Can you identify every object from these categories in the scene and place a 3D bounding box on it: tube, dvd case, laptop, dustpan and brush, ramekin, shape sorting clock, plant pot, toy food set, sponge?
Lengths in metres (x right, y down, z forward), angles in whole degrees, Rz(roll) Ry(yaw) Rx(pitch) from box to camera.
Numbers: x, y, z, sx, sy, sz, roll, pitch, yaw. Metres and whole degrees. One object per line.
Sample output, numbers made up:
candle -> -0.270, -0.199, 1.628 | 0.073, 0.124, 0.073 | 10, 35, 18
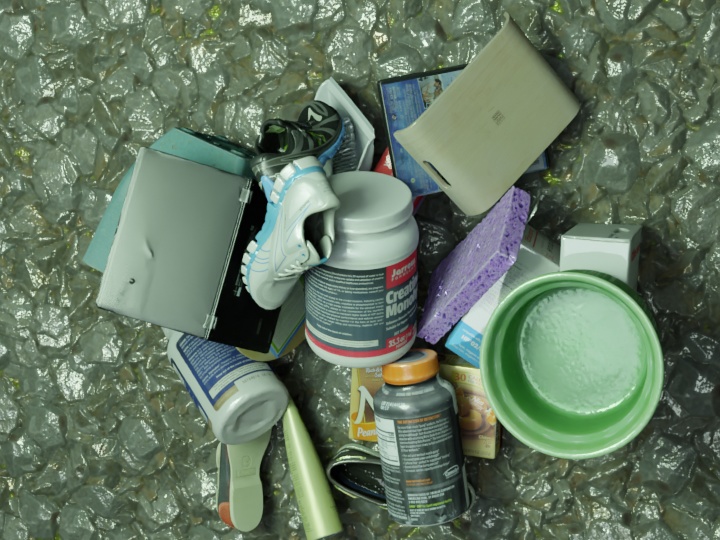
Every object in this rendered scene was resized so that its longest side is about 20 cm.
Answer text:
tube -> -0.073, 0.254, 1.556 | 0.058, 0.051, 0.203 | -29, 73, 38
dvd case -> 0.126, -0.176, 1.423 | 0.197, 0.018, 0.145 | -12, 96, -11
laptop -> -0.178, -0.020, 1.375 | 0.115, 0.199, 0.190 | 15, 87, 32
dustpan and brush -> -0.036, -0.124, 1.504 | 0.140, 0.056, 0.202 | 54, 153, 42
ramekin -> 0.236, 0.094, 1.287 | 0.197, 0.098, 0.204 | 3, 100, 20
shape sorting clock -> -0.099, 0.017, 1.488 | 0.039, 0.199, 0.203 | 24, 106, 31
plant pot -> -0.198, -0.067, 1.500 | 0.194, 0.196, 0.203 | 24, 99, 24
toy food set -> 0.152, -0.183, 1.396 | 0.200, 0.060, 0.143 | -47, 112, -3
sponge -> 0.134, -0.004, 1.409 | 0.030, 0.113, 0.200 | 27, 139, -10

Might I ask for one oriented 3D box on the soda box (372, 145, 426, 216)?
soda box -> 0.042, -0.095, 1.492 | 0.070, 0.063, 0.202 | 33, 108, 10

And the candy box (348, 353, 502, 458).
candy box -> 0.085, 0.168, 1.524 | 0.197, 0.055, 0.118 | 6, 101, 17

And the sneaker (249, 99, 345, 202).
sneaker -> -0.075, -0.153, 1.380 | 0.070, 0.200, 0.083 | -25, 112, 31

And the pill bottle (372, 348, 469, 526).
pill bottle -> 0.072, 0.201, 1.448 | 0.104, 0.106, 0.204 | -4, 101, 18

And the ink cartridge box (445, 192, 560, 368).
ink cartridge box -> 0.187, 0.014, 1.432 | 0.067, 0.115, 0.202 | 32, 107, 2

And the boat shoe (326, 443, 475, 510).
boat shoe -> 0.051, 0.286, 1.551 | 0.198, 0.061, 0.073 | 13, 104, 16

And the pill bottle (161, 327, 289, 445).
pill bottle -> -0.186, 0.120, 1.550 | 0.111, 0.110, 0.201 | -49, 58, 19

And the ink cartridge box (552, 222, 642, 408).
ink cartridge box -> 0.281, 0.051, 1.396 | 0.083, 0.146, 0.204 | 5, 100, 18

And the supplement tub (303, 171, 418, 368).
supplement tub -> 0.000, 0.000, 1.402 | 0.138, 0.141, 0.203 | 9, 122, 16

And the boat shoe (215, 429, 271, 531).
boat shoe -> -0.166, 0.253, 1.616 | 0.062, 0.070, 0.204 | 4, 92, 56

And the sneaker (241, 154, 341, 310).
sneaker -> -0.072, -0.022, 1.304 | 0.087, 0.074, 0.202 | 49, 136, 32
